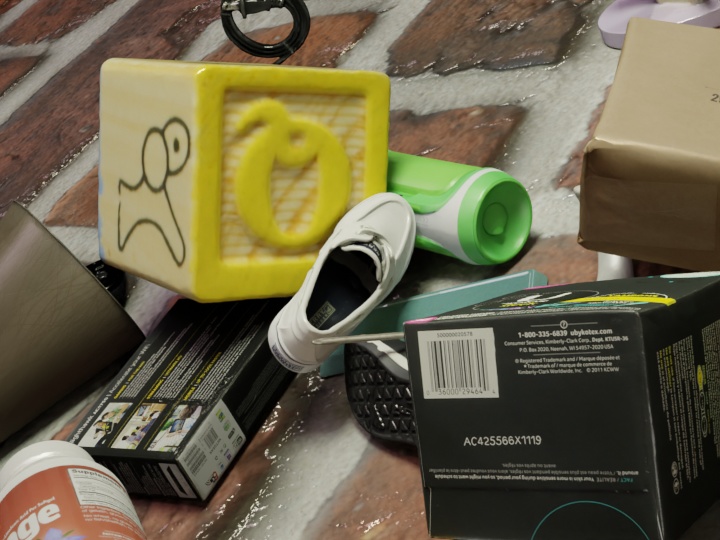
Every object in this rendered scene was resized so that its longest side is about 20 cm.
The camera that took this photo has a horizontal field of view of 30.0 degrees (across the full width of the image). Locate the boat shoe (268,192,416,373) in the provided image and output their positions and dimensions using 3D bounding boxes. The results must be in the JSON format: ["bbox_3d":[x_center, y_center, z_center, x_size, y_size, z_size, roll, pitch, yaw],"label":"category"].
[{"bbox_3d":[0.000,0.000,1.080,0.065,0.073,0.201,-46,10,50],"label":"boat shoe"}]

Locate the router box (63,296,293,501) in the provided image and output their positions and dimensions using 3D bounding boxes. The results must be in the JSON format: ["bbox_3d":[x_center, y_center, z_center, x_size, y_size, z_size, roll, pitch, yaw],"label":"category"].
[{"bbox_3d":[-0.144,0.103,1.144,0.148,0.051,0.201,-3,38,38],"label":"router box"}]

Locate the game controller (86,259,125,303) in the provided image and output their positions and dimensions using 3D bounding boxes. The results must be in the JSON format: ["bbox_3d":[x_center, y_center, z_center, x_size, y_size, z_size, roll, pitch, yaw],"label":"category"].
[{"bbox_3d":[-0.333,0.042,1.392,0.198,0.042,0.105,-25,30,2],"label":"game controller"}]

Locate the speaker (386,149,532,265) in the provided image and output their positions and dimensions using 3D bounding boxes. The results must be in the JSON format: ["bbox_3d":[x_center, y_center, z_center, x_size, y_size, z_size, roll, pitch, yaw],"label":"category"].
[{"bbox_3d":[0.059,-0.060,1.203,0.088,0.089,0.199,-41,33,-24],"label":"speaker"}]

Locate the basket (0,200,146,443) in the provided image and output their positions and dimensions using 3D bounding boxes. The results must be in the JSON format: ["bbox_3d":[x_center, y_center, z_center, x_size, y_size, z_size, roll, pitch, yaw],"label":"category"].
[{"bbox_3d":[-0.332,0.069,1.248,0.200,0.181,0.136,-45,14,-14],"label":"basket"}]

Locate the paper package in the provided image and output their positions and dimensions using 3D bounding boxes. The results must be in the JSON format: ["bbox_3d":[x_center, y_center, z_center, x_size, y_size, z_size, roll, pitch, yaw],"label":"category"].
[{"bbox_3d":[0.276,-0.091,1.000,0.197,0.104,0.192,11,42,14],"label":"paper package"}]

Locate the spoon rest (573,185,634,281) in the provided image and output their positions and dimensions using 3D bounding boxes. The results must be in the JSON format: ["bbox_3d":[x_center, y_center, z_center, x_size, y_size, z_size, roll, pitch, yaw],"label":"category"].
[{"bbox_3d":[0.185,0.023,1.022,0.098,0.061,0.202,-11,47,27],"label":"spoon rest"}]

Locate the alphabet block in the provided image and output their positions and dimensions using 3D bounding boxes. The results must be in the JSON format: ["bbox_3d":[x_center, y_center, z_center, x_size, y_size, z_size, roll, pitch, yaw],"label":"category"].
[{"bbox_3d":[-0.107,-0.087,1.190,0.194,0.198,0.199,-6,13,-33],"label":"alphabet block"}]

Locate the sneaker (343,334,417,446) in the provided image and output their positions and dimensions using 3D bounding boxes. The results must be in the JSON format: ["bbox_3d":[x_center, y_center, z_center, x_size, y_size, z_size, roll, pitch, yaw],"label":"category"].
[{"bbox_3d":[0.061,0.095,1.008,0.082,0.073,0.199,-9,19,-32],"label":"sneaker"}]

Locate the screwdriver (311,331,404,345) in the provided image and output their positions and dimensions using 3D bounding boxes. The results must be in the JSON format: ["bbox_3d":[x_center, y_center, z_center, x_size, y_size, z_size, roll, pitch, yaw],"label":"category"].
[{"bbox_3d":[0.058,0.049,1.008,0.197,0.028,0.029,-6,38,-26],"label":"screwdriver"}]

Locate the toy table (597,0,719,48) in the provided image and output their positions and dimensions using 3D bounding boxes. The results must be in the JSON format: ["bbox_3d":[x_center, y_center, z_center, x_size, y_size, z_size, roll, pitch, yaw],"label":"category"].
[{"bbox_3d":[0.326,-0.317,1.358,0.198,0.118,0.184,-24,31,2],"label":"toy table"}]

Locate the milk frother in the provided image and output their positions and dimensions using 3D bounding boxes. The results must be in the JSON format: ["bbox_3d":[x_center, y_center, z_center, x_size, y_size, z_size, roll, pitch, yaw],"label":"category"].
[{"bbox_3d":[-0.105,-0.179,1.400,0.179,0.202,0.188,-25,30,-7],"label":"milk frother"}]

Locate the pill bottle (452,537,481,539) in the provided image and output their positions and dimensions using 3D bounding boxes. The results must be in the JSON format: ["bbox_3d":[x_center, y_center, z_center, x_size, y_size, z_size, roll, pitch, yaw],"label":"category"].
[{"bbox_3d":[0.034,0.217,0.775,0.197,0.113,0.113,-14,32,20],"label":"pill bottle"}]

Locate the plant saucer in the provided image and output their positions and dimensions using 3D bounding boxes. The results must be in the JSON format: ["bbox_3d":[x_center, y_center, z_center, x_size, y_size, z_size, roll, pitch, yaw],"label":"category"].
[{"bbox_3d":[0.058,0.042,1.117,0.197,0.019,0.070,-13,33,20],"label":"plant saucer"}]

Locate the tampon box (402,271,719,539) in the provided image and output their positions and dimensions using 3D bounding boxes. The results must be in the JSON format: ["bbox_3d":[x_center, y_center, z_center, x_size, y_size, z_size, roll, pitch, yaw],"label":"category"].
[{"bbox_3d":[0.140,0.076,0.811,0.148,0.128,0.199,-5,4,31],"label":"tampon box"}]

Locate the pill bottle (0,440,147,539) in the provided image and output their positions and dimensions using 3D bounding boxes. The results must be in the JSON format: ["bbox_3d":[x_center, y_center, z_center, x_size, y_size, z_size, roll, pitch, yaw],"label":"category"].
[{"bbox_3d":[-0.211,0.208,0.977,0.111,0.113,0.200,-31,30,-9],"label":"pill bottle"}]
